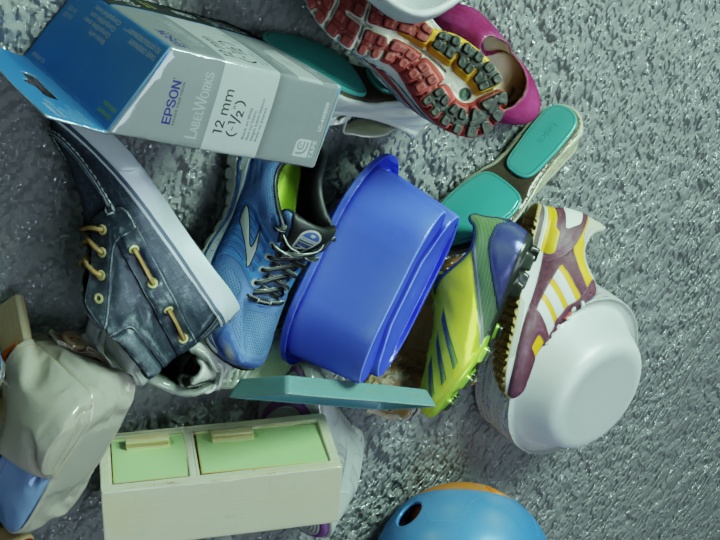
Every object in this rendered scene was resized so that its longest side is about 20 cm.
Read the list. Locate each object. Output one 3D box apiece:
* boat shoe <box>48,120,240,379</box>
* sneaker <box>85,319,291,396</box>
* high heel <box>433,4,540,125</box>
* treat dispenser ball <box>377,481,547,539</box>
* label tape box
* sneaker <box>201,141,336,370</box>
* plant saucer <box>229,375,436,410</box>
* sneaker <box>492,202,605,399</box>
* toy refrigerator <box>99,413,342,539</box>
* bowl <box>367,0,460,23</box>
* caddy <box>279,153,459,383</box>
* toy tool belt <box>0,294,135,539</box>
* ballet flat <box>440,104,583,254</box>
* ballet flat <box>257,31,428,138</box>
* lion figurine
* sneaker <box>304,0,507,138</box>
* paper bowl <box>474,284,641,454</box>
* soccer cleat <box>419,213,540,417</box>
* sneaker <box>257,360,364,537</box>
[{"bbox_3d":[-0.175,-0.018,0.764,0.091,0.071,0.201,-40,110,-15],"label":"boat shoe"},{"bbox_3d":[-0.129,0.075,0.893,0.199,0.081,0.076,11,107,-45],"label":"sneaker"},{"bbox_3d":[0.122,-0.170,0.934,0.068,0.096,0.200,-52,136,0],"label":"high heel"},{"bbox_3d":[0.111,0.331,1.164,0.200,0.201,0.202,-20,128,-29],"label":"treat dispenser ball"},{"bbox_3d":[-0.134,-0.134,0.710,0.199,0.143,0.067,8,112,-42],"label":"label tape box"},{"bbox_3d":[-0.072,-0.019,0.840,0.078,0.089,0.202,7,95,-46],"label":"sneaker"},{"bbox_3d":[-0.019,0.107,0.930,0.199,0.069,0.019,12,74,-49],"label":"plant saucer"},{"bbox_3d":[0.194,0.037,1.090,0.089,0.075,0.202,12,93,-6],"label":"sneaker"},{"bbox_3d":[-0.120,0.176,0.918,0.198,0.076,0.071,-4,121,-13],"label":"toy refrigerator"},{"bbox_3d":[0.033,-0.286,0.755,0.200,0.075,0.200,46,79,-2],"label":"bowl"},{"bbox_3d":[0.000,0.000,0.925,0.201,0.104,0.141,-64,167,6],"label":"caddy"},{"bbox_3d":[-0.264,0.128,0.809,0.201,0.123,0.125,-58,163,18],"label":"toy tool belt"},{"bbox_3d":[0.144,-0.077,1.037,0.200,0.067,0.062,-42,156,-9],"label":"ballet flat"},{"bbox_3d":[-0.011,-0.139,0.873,0.199,0.069,0.070,4,114,-42],"label":"ballet flat"},{"bbox_3d":[0.072,0.054,1.064,0.122,0.072,0.202,15,92,-36],"label":"lion figurine"},{"bbox_3d":[0.023,-0.176,0.827,0.078,0.082,0.200,-44,99,-4],"label":"sneaker"},{"bbox_3d":[0.232,0.115,1.200,0.199,0.104,0.202,-20,129,-28],"label":"paper bowl"},{"bbox_3d":[0.092,0.041,0.995,0.201,0.083,0.065,-66,169,17],"label":"soccer cleat"},{"bbox_3d":[-0.042,0.158,1.038,0.100,0.074,0.202,-43,138,-44],"label":"sneaker"}]
